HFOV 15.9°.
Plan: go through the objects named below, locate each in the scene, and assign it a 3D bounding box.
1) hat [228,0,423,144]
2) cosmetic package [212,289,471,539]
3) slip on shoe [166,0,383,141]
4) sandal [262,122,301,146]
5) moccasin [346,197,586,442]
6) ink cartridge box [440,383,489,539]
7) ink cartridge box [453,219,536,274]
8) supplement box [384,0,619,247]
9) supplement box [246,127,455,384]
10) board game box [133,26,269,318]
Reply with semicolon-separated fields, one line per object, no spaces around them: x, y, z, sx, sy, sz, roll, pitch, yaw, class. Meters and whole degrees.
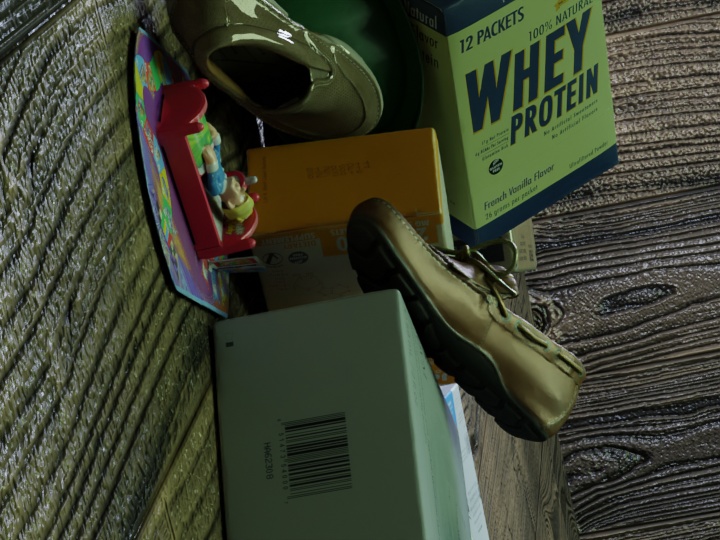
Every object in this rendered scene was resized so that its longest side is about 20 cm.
-0.079;-0.127;1.656;0.176;0.165;0.200;-34;99;-45;hat
-0.003;0.151;1.575;0.200;0.122;0.200;68;14;-59;cosmetic package
-0.047;-0.119;1.581;0.200;0.076;0.061;42;24;-53;slip on shoe
-0.030;-0.076;1.813;0.082;0.054;0.201;143;-66;-75;sandal
0.069;0.021;1.608;0.201;0.078;0.074;42;-19;-20;moccasin
0.064;0.203;2.137;0.116;0.066;0.201;-26;104;-82;ink cartridge box
0.043;-0.024;1.948;0.200;0.164;0.075;-4;86;-81;ink cartridge box
0.058;-0.162;1.785;0.200;0.134;0.200;35;-33;42;supplement box
0.000;0.000;1.700;0.200;0.126;0.074;77;7;-55;supplement box
-0.088;-0.060;1.533;0.200;0.039;0.159;42;38;-77;board game box
